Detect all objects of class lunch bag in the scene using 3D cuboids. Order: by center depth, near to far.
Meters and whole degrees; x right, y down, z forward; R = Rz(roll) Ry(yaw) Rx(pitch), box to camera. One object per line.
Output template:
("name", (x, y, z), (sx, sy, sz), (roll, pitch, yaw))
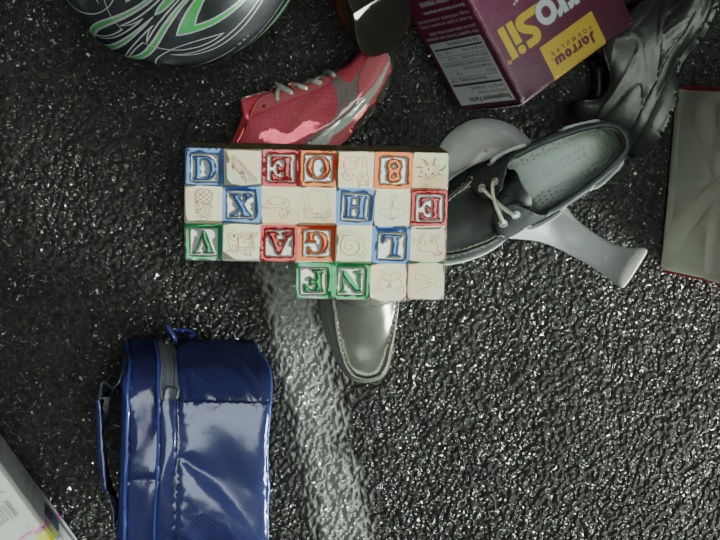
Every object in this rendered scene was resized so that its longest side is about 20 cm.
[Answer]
("lunch bag", (-0.145, 0.141, 0.924), (0.132, 0.136, 0.200), (-1, 98, -13))

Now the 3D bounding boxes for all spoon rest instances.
("spoon rest", (0.152, -0.055, 1.010), (0.200, 0.061, 0.099), (34, 89, -2))

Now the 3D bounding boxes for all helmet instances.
("helmet", (-0.131, -0.246, 0.846), (0.200, 0.200, 0.191), (31, 80, -15))

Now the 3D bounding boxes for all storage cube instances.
("storage cube", (0.384, -0.067, 0.993), (0.180, 0.171, 0.200), (3, 98, -12))

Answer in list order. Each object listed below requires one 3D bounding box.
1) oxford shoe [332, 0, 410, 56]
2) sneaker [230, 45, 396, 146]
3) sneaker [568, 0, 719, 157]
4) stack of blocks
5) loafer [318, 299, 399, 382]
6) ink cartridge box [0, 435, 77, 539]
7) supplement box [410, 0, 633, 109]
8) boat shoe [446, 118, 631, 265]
("oxford shoe", (-0.007, -0.256, 0.859), (0.071, 0.071, 0.200), (-27, 146, -20))
("sneaker", (-0.052, -0.127, 0.938), (0.087, 0.074, 0.200), (41, 88, -13))
("sneaker", (0.247, -0.203, 0.996), (0.091, 0.076, 0.200), (22, 89, -5))
("stack of blocks", (-0.035, -0.039, 0.895), (0.200, 0.059, 0.115), (1, 100, -4))
("loafer", (0.000, 0.000, 0.969), (0.070, 0.070, 0.200), (-8, 100, -11))
("ink cartridge box", (-0.293, 0.248, 0.943), (0.117, 0.067, 0.200), (-33, 103, -7))
("supplement box", (0.105, -0.247, 0.923), (0.131, 0.103, 0.200), (-38, 109, -17))
("boat shoe", (0.129, -0.069, 0.948), (0.200, 0.060, 0.076), (-34, 92, -2))
